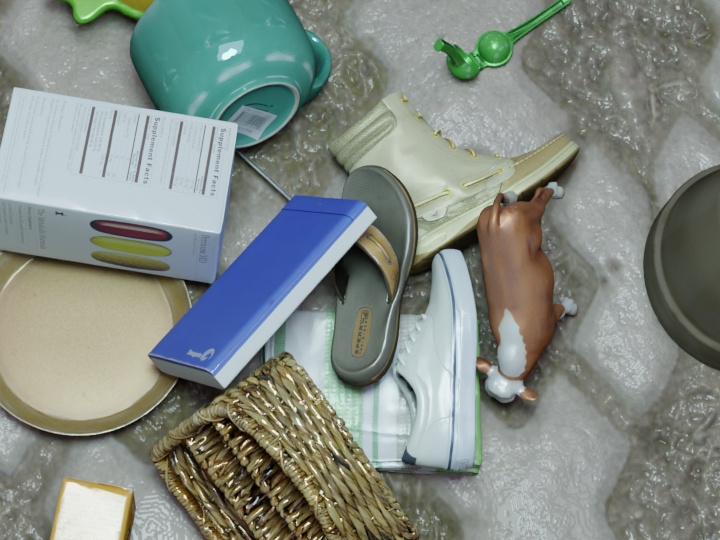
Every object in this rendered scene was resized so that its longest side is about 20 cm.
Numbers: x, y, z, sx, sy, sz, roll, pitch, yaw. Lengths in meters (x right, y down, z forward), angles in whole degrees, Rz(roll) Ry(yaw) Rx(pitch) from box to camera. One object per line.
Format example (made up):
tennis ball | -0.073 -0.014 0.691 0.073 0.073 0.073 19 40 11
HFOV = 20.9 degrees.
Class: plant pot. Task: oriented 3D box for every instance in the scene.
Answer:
plant pot | 0.368 -0.026 1.742 0.198 0.174 0.202 2 70 -5
plant pot | -0.248 0.052 1.740 0.198 0.028 0.202 2 70 -5

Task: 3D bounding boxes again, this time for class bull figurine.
bull figurine | 0.144 0.019 1.732 0.065 0.201 0.121 8 28 25

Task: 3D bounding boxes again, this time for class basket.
basket | -0.064 0.188 1.628 0.149 0.143 0.201 -35 90 -9

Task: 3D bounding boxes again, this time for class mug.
mug | -0.103 -0.186 1.758 0.184 0.152 0.115 -22 62 -14

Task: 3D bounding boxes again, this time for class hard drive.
hard drive | -0.086 0.015 1.690 0.200 0.132 0.025 -48 115 -18

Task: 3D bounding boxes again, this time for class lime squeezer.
lime squeezer | 0.120 -0.218 1.846 0.038 0.071 0.199 40 42 26

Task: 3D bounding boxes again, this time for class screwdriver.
screwdriver | -0.065 -0.066 1.800 0.200 0.029 0.028 41 73 14

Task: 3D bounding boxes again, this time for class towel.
towel | 0.010 0.106 1.742 0.198 0.031 0.150 2 72 -4

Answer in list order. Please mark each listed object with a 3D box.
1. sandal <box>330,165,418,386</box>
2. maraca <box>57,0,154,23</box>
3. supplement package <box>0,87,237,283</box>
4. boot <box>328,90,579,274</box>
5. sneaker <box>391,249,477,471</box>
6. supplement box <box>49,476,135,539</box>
sandal | 0.000 0.000 1.723 0.081 0.054 0.202 0 74 34
maraca | -0.198 -0.293 1.818 0.198 0.107 0.138 -9 74 -7
supplement package | -0.214 -0.073 1.712 0.198 0.114 0.110 9 66 -2
boot | 0.087 -0.109 1.801 0.199 0.073 0.156 -33 76 -10
sneaker | 0.064 0.075 1.711 0.070 0.073 0.201 2 68 -5
supplement box | -0.237 0.280 1.643 0.068 0.067 0.202 7 71 -2
